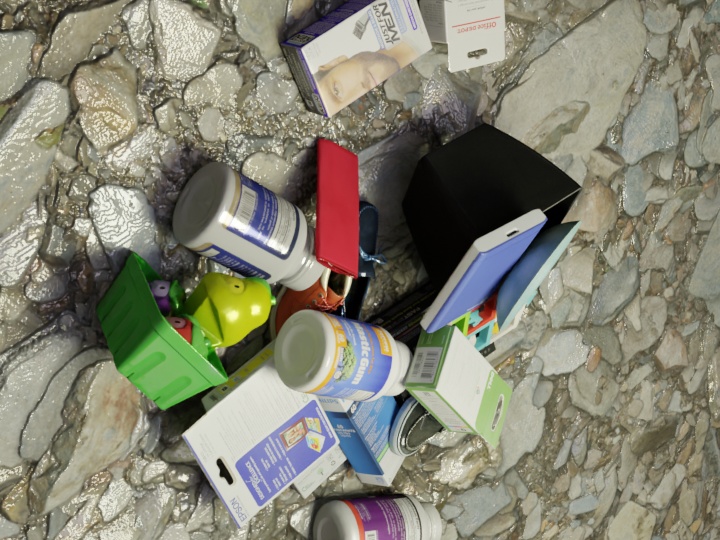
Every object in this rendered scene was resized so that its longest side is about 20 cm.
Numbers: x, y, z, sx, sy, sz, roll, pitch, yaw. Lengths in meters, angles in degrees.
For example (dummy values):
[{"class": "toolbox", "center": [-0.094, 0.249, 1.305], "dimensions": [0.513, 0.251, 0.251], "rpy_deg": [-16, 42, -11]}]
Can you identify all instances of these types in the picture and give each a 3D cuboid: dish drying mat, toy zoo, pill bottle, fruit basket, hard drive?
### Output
[{"class": "dish drying mat", "center": [-0.033, -0.088, 1.548], "dimensions": [0.076, 0.018, 0.202], "rpy_deg": [26, 52, -38]}, {"class": "toy zoo", "center": [0.197, 0.072, 1.721], "dimensions": [0.199, 0.020, 0.132], "rpy_deg": [-30, 146, -25]}, {"class": "pill bottle", "center": [0.030, 0.417, 1.768], "dimensions": [0.198, 0.112, 0.114], "rpy_deg": [2, 103, -36]}, {"class": "fruit basket", "center": [-0.218, 0.055, 1.418], "dimensions": [0.216, 0.215, 0.156], "rpy_deg": [-49, 126, -12]}, {"class": "pill bottle", "center": [-0.016, 0.125, 1.558], "dimensions": [0.199, 0.112, 0.113], "rpy_deg": [15, 96, -46]}, {"class": "pill bottle", "center": [-0.142, -0.051, 1.492], "dimensions": [0.199, 0.119, 0.121], "rpy_deg": [30, 87, -38]}, {"class": "hard drive", "center": [0.168, 0.003, 1.534], "dimensions": [0.131, 0.025, 0.201], "rpy_deg": [-27, 159, -33]}]

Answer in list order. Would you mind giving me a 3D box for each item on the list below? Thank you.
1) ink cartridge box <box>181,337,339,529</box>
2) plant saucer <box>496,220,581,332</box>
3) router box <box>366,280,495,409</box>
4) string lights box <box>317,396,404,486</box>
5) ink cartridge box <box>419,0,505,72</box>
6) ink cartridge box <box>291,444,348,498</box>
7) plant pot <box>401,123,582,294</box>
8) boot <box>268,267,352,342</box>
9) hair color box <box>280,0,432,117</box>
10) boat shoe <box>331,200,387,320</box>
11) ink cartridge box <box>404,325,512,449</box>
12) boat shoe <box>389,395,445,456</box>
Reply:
[{"class": "ink cartridge box", "center": [-0.145, 0.232, 1.580], "dimensions": [0.199, 0.047, 0.199], "rpy_deg": [-37, 125, -20]}, {"class": "plant saucer", "center": [0.249, -0.001, 1.617], "dimensions": [0.202, 0.039, 0.201], "rpy_deg": [-51, 169, -14]}, {"class": "router box", "center": [0.112, 0.107, 1.757], "dimensions": [0.199, 0.062, 0.151], "rpy_deg": [-32, 123, -24]}, {"class": "string lights box", "center": [0.006, 0.225, 1.703], "dimensions": [0.103, 0.058, 0.201], "rpy_deg": [-55, 131, -37]}, {"class": "ink cartridge box", "center": [0.147, -0.402, 1.618], "dimensions": [0.115, 0.068, 0.202], "rpy_deg": [-18, 114, -30]}, {"class": "ink cartridge box", "center": [-0.100, 0.241, 1.666], "dimensions": [0.099, 0.039, 0.201], "rpy_deg": [-39, 125, -19]}, {"class": "plant pot", "center": [0.175, -0.095, 1.641], "dimensions": [0.199, 0.178, 0.200], "rpy_deg": [-29, 161, -24]}, {"class": "boot", "center": [-0.069, 0.048, 1.585], "dimensions": [0.074, 0.107, 0.202], "rpy_deg": [6, 102, -38]}, {"class": "hair color box", "center": [-0.003, -0.313, 1.543], "dimensions": [0.199, 0.065, 0.110], "rpy_deg": [-36, 123, -19]}, {"class": "boat shoe", "center": [0.000, 0.000, 1.640], "dimensions": [0.083, 0.068, 0.202], "rpy_deg": [1, 104, -35]}, {"class": "ink cartridge box", "center": [0.148, 0.175, 1.645], "dimensions": [0.200, 0.059, 0.105], "rpy_deg": [46, 54, -43]}, {"class": "boat shoe", "center": [0.126, 0.212, 1.716], "dimensions": [0.200, 0.071, 0.072], "rpy_deg": [-46, 124, -17]}]
